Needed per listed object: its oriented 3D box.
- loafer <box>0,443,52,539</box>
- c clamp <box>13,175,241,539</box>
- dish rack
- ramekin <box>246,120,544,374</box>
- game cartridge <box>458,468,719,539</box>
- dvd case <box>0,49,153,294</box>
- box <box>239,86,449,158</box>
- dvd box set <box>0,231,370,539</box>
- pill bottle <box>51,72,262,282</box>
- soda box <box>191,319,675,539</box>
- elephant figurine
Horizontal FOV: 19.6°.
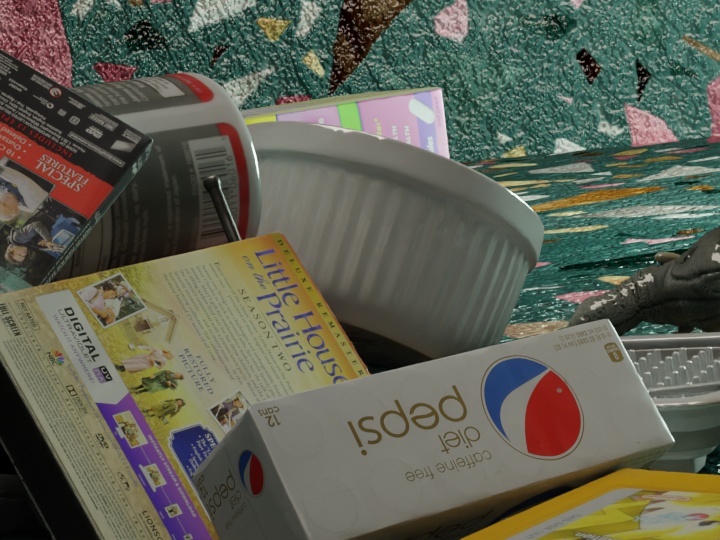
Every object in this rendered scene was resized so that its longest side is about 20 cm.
[{"bbox_3d":[-0.154,0.100,0.959,0.073,0.072,0.200,-2,8,37],"label":"loafer"},{"bbox_3d":[-0.098,0.053,0.986,0.027,0.171,0.200,-34,-8,40],"label":"c clamp"},{"bbox_3d":[0.131,0.069,1.072,0.171,0.044,0.200,-4,7,24],"label":"dish rack"},{"bbox_3d":[0.000,0.000,1.227,0.200,0.105,0.200,15,-15,4],"label":"ramekin"},{"bbox_3d":[0.107,0.115,0.772,0.176,0.032,0.200,0,8,43],"label":"game cartridge"},{"bbox_3d":[-0.207,-0.030,0.966,0.146,0.022,0.200,30,51,3],"label":"dvd case"},{"bbox_3d":[-0.032,-0.033,1.492,0.200,0.176,0.097,-12,9,-42],"label":"box"},{"bbox_3d":[-0.074,0.062,0.947,0.200,0.146,0.029,-15,-22,-48],"label":"dvd box set"},{"bbox_3d":[-0.162,-0.036,1.077,0.200,0.114,0.114,-12,9,-34],"label":"pill bottle"},{"bbox_3d":[0.034,0.080,0.888,0.200,0.068,0.064,-12,-25,-35],"label":"soda box"},{"bbox_3d":[0.254,0.001,1.282,0.142,0.155,0.200,44,45,20],"label":"elephant figurine"}]
